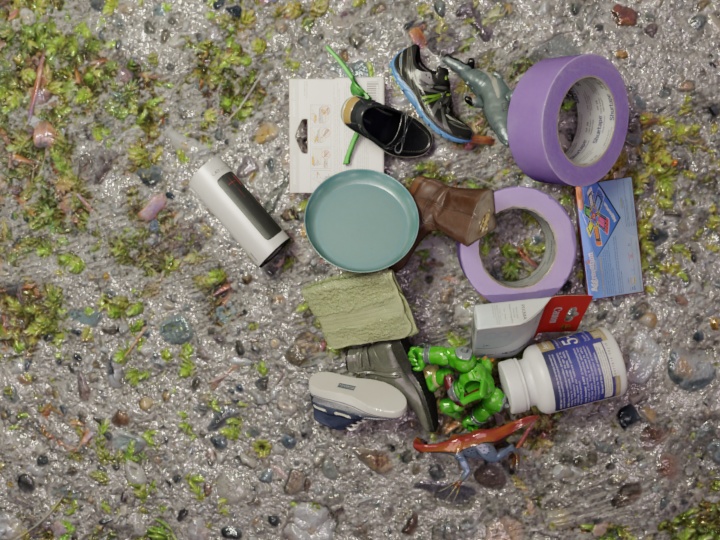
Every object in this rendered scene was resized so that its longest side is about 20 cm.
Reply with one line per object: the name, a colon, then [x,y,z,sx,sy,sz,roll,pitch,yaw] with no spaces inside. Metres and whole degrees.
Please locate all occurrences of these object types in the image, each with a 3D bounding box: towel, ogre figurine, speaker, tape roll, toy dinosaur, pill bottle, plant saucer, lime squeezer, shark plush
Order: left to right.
speaker: [-0.221,-0.107,1.122,0.081,0.081,0.201,-41,90,7]
lime squeezer: [-0.012,-0.294,1.069,0.069,0.037,0.207,-6,97,35]
towel: [-0.004,0.069,1.087,0.196,0.037,0.151,-12,117,32]
plant saucer: [0.002,-0.082,1.045,0.193,0.028,0.206,1,63,-1]
ogre figurine: [0.182,0.204,1.087,0.118,0.097,0.204,-24,92,43]
toy dinosaur: [0.190,0.303,1.103,0.177,0.105,0.205,18,104,-14]
shark plush: [0.214,-0.305,1.051,0.082,0.091,0.202,-34,86,-21]
tape roll: [0.268,-0.042,1.074,0.193,0.085,0.207,0,95,6]
pill bottle: [0.347,0.181,1.074,0.194,0.120,0.123,-15,94,3]
tape roll: [0.341,-0.244,1.008,0.195,0.084,0.207,-7,104,-27]

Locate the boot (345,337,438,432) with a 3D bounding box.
boot: [0.058,0.220,1.147,0.128,0.068,0.204,-24,93,19]

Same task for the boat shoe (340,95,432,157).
boat shoe: [0.055,-0.239,1.047,0.196,0.062,0.076,15,102,-39]

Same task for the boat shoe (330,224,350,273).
boat shoe: [0.000,0.000,1.118,0.071,0.070,0.201,-43,112,-9]

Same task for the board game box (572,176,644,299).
board game box: [0.443,-0.056,1.097,0.100,0.019,0.207,-8,95,4]

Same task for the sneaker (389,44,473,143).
sneaker: [0.131,-0.305,1.070,0.082,0.071,0.201,-38,89,24]

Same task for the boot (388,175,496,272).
boot: [0.133,-0.061,1.040,0.063,0.198,0.191,14,98,-38]

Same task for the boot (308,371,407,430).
boot: [-0.003,0.251,1.120,0.195,0.073,0.093,11,122,28]

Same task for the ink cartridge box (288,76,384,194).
ink cartridge box: [-0.041,-0.240,1.109,0.170,0.045,0.207,1,95,4]

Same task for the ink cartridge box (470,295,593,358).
ink cartridge box: [0.289,0.102,1.057,0.193,0.161,0.049,-5,62,6]
